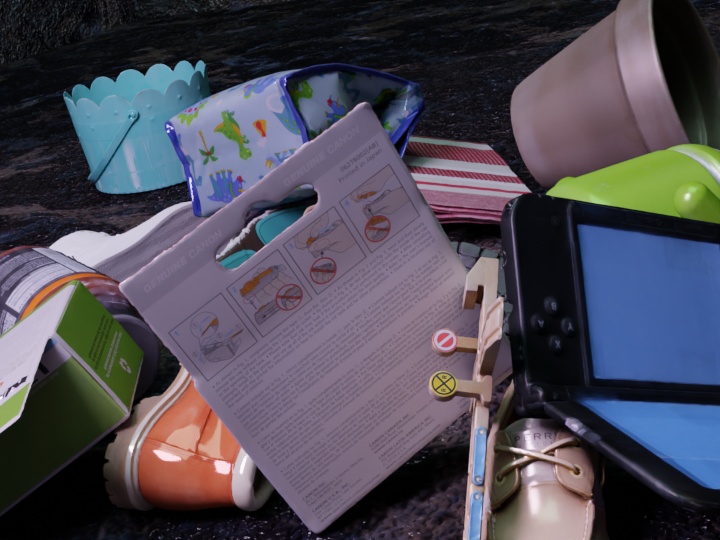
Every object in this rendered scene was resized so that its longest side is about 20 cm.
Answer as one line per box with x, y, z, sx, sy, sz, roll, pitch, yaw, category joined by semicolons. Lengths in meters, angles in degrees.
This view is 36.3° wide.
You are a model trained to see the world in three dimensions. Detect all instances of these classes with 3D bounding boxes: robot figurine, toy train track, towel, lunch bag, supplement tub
0.209;-0.024;0.808;0.199;0.116;0.175;-19;10;-20;robot figurine
0.048;0.085;0.558;0.032;0.115;0.201;5;62;3;toy train track
0.088;-0.090;1.083;0.143;0.023;0.200;5;25;-14;towel
-0.055;-0.130;1.059;0.170;0.128;0.200;-10;13;38;lunch bag
-0.231;0.048;0.865;0.107;0.107;0.200;-23;24;-30;supplement tub

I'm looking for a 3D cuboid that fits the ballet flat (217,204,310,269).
-0.101;-0.004;0.999;0.072;0.072;0.200;4;24;35;ballet flat

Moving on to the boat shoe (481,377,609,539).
0.094;0.108;0.587;0.073;0.069;0.200;-7;21;12;boat shoe

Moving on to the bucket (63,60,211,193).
-0.290;-0.195;1.488;0.206;0.135;0.207;-9;20;3;bucket

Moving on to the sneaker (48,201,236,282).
-0.229;-0.027;1.106;0.200;0.074;0.115;-28;29;-35;sneaker

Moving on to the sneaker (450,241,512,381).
0.130;0.047;0.725;0.199;0.088;0.076;25;70;21;sneaker

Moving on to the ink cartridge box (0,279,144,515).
-0.218;0.107;0.669;0.148;0.076;0.200;-37;20;8;ink cartridge box

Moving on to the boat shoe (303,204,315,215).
0.000;0.000;0.913;0.072;0.065;0.200;-17;28;-19;boat shoe

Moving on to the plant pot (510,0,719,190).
0.251;-0.157;1.075;0.173;0.201;0.200;-18;13;36;plant pot

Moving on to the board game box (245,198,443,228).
-0.004;-0.079;1.169;0.199;0.041;0.200;-7;21;12;board game box

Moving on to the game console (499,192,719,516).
0.188;0.039;0.568;0.199;0.177;0.116;7;-18;-31;game console

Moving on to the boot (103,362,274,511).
-0.075;0.089;0.734;0.107;0.075;0.200;0;32;21;boot

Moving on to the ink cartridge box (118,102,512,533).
-0.018;0.027;0.610;0.161;0.200;0.050;-38;29;-8;ink cartridge box
